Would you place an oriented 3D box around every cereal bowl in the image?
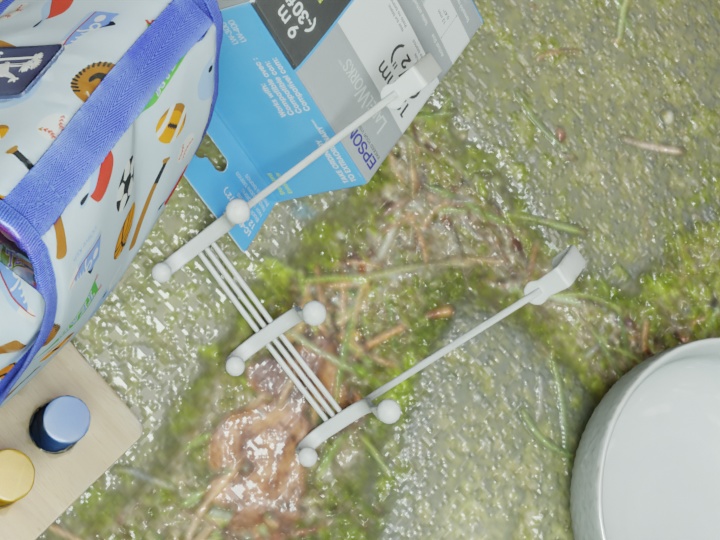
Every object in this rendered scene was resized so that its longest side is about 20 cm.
[{"bbox_3d":[0.211,0.146,0.877,0.197,0.083,0.203,5,77,-20],"label":"cereal bowl"}]

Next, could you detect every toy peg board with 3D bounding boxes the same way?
[{"bbox_3d":[-0.235,0.071,0.712,0.199,0.098,0.200,-43,97,-22],"label":"toy peg board"}]

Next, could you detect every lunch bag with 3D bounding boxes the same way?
[{"bbox_3d":[-0.152,-0.036,0.644,0.124,0.200,0.171,40,51,-13],"label":"lunch bag"}]

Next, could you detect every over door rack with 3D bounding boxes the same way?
[{"bbox_3d":[0.000,0.000,0.782,0.199,0.067,0.148,-36,98,16],"label":"over door rack"}]

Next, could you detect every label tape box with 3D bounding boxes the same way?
[{"bbox_3d":[-0.027,-0.125,0.814,0.201,0.066,0.144,-56,135,-22],"label":"label tape box"}]
